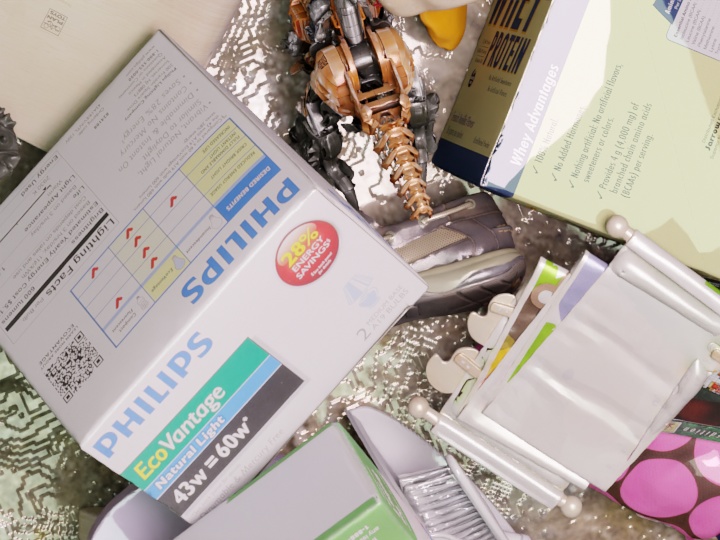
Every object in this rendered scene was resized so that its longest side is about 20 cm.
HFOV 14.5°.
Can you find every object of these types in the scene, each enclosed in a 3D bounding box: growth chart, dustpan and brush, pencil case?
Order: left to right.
[{"bbox_3d":[0.080,0.164,1.759,0.057,0.140,0.200,-36,128,2],"label":"dustpan and brush"},{"bbox_3d":[0.132,0.058,1.687,0.145,0.018,0.200,41,117,-8],"label":"growth chart"},{"bbox_3d":[0.154,0.099,1.771,0.199,0.091,0.094,29,128,-12],"label":"pencil case"}]

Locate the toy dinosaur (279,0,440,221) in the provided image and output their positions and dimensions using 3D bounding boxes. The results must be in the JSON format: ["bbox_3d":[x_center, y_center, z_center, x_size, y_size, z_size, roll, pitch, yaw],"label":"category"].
[{"bbox_3d":[-0.005,-0.111,1.676,0.101,0.136,0.201,-1,56,3],"label":"toy dinosaur"}]

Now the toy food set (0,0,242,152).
[{"bbox_3d":[-0.183,-0.154,1.686,0.199,0.060,0.144,27,103,-12],"label":"toy food set"}]

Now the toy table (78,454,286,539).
[{"bbox_3d":[-0.071,0.167,1.714,0.199,0.117,0.185,14,95,-12],"label":"toy table"}]

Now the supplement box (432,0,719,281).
[{"bbox_3d":[0.180,-0.115,1.718,0.199,0.134,0.201,21,93,-13],"label":"supplement box"}]

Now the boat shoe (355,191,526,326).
[{"bbox_3d":[0.000,0.000,1.739,0.199,0.075,0.074,-13,74,-5],"label":"boat shoe"}]

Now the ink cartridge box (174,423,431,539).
[{"bbox_3d":[-0.011,0.208,1.599,0.144,0.084,0.200,-36,127,1],"label":"ink cartridge box"}]

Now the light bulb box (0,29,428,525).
[{"bbox_3d":[-0.103,0.005,1.621,0.198,0.200,0.125,-47,134,3],"label":"light bulb box"}]

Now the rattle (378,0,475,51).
[{"bbox_3d":[0.106,-0.204,1.654,0.199,0.131,0.143,-29,126,13],"label":"rattle"}]

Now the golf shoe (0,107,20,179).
[{"bbox_3d":[-0.300,-0.070,1.655,0.198,0.088,0.078,0,65,-9],"label":"golf shoe"}]

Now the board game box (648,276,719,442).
[{"bbox_3d":[0.254,0.062,1.771,0.199,0.023,0.105,12,60,-23],"label":"board game box"}]
